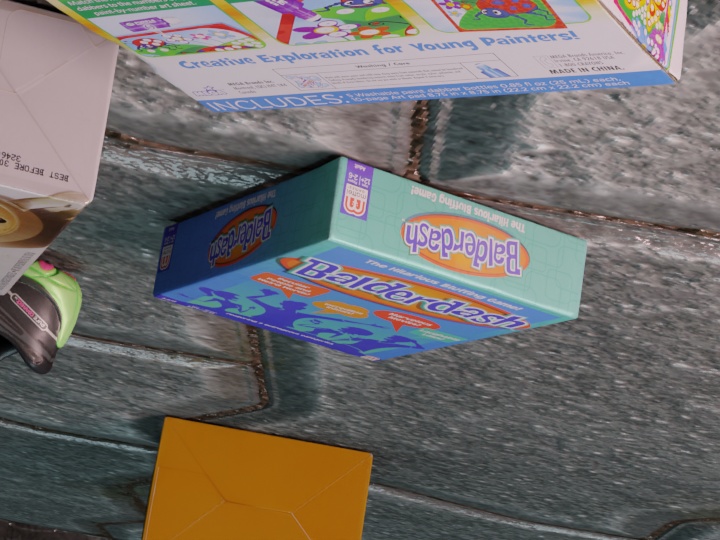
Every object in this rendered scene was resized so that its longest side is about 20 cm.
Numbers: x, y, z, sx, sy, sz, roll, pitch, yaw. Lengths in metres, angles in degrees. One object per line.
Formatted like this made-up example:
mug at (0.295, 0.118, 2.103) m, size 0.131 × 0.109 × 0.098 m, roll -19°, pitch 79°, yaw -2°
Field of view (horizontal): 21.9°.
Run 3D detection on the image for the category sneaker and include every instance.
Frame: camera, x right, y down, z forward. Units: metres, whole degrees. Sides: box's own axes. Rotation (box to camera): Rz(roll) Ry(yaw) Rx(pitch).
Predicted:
sneaker at (-0.275, 0.028, 1.179) m, size 0.198 × 0.085 × 0.077 m, roll 3°, pitch 164°, yaw 20°

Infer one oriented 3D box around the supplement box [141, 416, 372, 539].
supplement box at (-0.104, 0.235, 1.746) m, size 0.195 × 0.134 × 0.200 m, roll 10°, pitch 165°, yaw -5°

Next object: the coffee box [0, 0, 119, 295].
coffee box at (-0.187, -0.055, 0.823) m, size 0.112 × 0.081 × 0.200 m, roll 13°, pitch 165°, yaw -18°

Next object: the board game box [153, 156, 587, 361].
board game box at (0.000, 0.000, 0.984) m, size 0.151 × 0.046 × 0.199 m, roll 17°, pitch 162°, yaw -27°

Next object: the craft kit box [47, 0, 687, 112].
craft kit box at (-0.022, -0.110, 0.598) m, size 0.198 × 0.049 × 0.197 m, roll 0°, pitch 165°, yaw 32°
